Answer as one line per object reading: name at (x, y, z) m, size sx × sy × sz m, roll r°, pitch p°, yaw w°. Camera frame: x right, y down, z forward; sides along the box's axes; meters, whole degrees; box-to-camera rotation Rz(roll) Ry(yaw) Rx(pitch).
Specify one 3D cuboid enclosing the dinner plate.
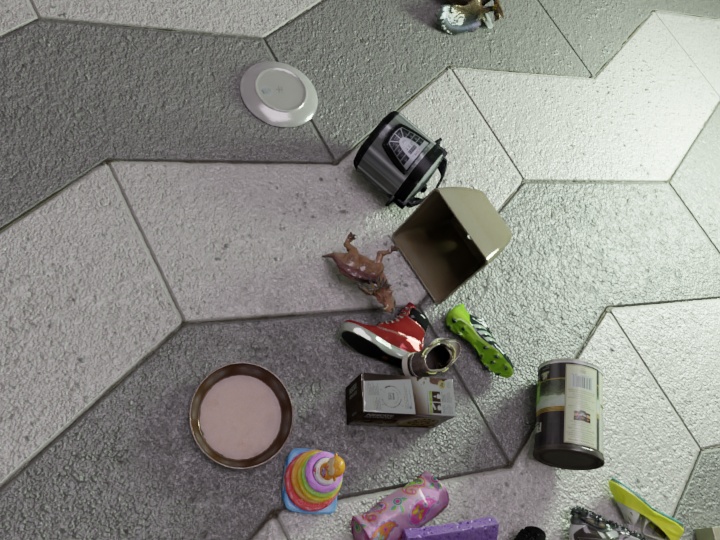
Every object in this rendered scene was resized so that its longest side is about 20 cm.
dinner plate at (-0.199, -0.445, 1.590) m, size 0.197 × 0.024 × 0.203 m, roll 8°, pitch 63°, yaw -16°

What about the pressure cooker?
pressure cooker at (0.105, -0.257, 1.525) m, size 0.200 × 0.176 × 0.179 m, roll 41°, pitch 35°, yaw 1°

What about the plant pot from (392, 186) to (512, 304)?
plant pot at (0.230, -0.077, 1.483) m, size 0.176 × 0.200 × 0.201 m, roll -25°, pitch 76°, yaw -39°

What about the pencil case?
pencil case at (0.076, 0.463, 1.225) m, size 0.198 × 0.088 × 0.088 m, roll -23°, pitch 75°, yaw -29°

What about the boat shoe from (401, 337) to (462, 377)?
boat shoe at (0.168, 0.184, 1.365) m, size 0.199 × 0.059 × 0.073 m, roll -9°, pitch 84°, yaw -50°

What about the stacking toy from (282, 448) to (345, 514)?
stacking toy at (-0.068, 0.366, 1.146) m, size 0.108 × 0.200 × 0.118 m, roll 11°, pitch 63°, yaw -15°

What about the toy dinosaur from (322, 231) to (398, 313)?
toy dinosaur at (0.000, 0.000, 1.391) m, size 0.197 × 0.086 × 0.136 m, roll 20°, pitch 47°, yaw 7°

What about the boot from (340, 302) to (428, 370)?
boot at (0.055, 0.118, 1.389) m, size 0.198 × 0.072 × 0.146 m, roll 25°, pitch 59°, yaw -17°

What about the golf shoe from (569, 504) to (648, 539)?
golf shoe at (0.523, 0.574, 1.351) m, size 0.198 × 0.078 × 0.096 m, roll 24°, pitch 77°, yaw -6°

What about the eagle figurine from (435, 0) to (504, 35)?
eagle figurine at (0.318, -0.789, 1.906) m, size 0.197 × 0.153 × 0.152 m, roll -7°, pitch 20°, yaw 8°

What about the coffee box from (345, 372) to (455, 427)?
coffee box at (0.078, 0.266, 1.300) m, size 0.197 × 0.113 × 0.081 m, roll 7°, pitch 63°, yaw -18°

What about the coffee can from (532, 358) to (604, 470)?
coffee can at (0.456, 0.315, 1.398) m, size 0.145 × 0.147 × 0.202 m, roll 18°, pitch 60°, yaw -11°

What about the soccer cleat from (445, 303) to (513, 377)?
soccer cleat at (0.281, 0.156, 1.459) m, size 0.200 × 0.068 × 0.081 m, roll 45°, pitch 46°, yaw 5°

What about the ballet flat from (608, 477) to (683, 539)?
ballet flat at (0.620, 0.537, 1.405) m, size 0.199 × 0.067 × 0.067 m, roll 34°, pitch 80°, yaw -4°

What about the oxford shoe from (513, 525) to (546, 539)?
oxford shoe at (0.301, 0.591, 1.239) m, size 0.199 × 0.072 × 0.086 m, roll -22°, pitch 115°, yaw -38°

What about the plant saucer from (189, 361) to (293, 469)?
plant saucer at (-0.228, 0.278, 1.226) m, size 0.197 × 0.035 × 0.203 m, roll 9°, pitch 62°, yaw -16°

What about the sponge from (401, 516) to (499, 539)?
sponge at (0.165, 0.534, 1.215) m, size 0.197 × 0.030 × 0.113 m, roll 1°, pitch 107°, yaw -20°

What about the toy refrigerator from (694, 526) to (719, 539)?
toy refrigerator at (0.811, 0.672, 1.406) m, size 0.075 × 0.070 × 0.203 m, roll 0°, pitch 65°, yaw -12°
